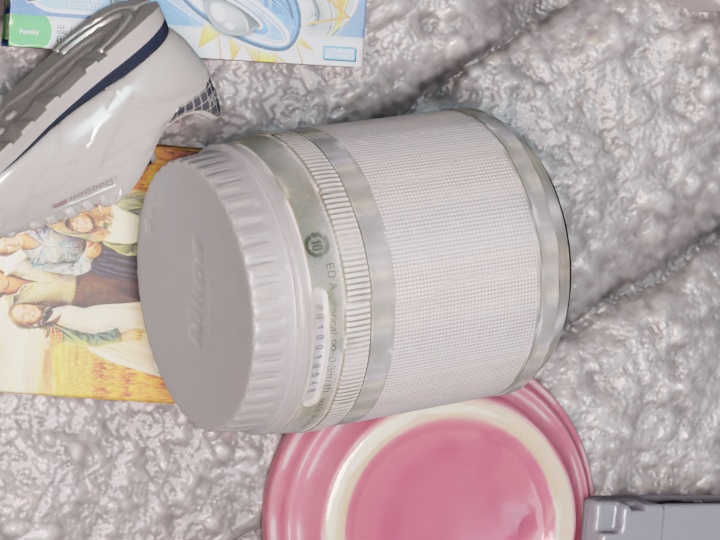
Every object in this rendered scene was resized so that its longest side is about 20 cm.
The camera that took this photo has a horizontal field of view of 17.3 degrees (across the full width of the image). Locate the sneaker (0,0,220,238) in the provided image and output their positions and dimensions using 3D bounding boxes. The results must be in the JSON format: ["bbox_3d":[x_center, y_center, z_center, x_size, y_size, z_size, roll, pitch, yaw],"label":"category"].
[{"bbox_3d":[-0.164,-0.055,1.254,0.200,0.076,0.081,-38,121,-6],"label":"sneaker"}]

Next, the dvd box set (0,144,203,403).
[{"bbox_3d":[-0.176,-0.004,1.305,0.200,0.029,0.146,5,94,-16],"label":"dvd box set"}]

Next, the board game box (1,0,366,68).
[{"bbox_3d":[-0.094,-0.184,1.308,0.200,0.034,0.136,1,95,-16],"label":"board game box"}]

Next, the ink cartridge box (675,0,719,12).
[{"bbox_3d":[0.186,-0.227,1.362,0.200,0.067,0.116,34,86,-15],"label":"ink cartridge box"}]

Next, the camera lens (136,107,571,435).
[{"bbox_3d":[0.000,0.000,1.269,0.200,0.160,0.160,-9,98,-28],"label":"camera lens"}]

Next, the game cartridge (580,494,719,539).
[{"bbox_3d":[0.214,0.200,1.411,0.200,0.042,0.133,3,99,-27],"label":"game cartridge"}]

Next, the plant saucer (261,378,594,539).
[{"bbox_3d":[0.045,0.144,1.369,0.200,0.051,0.201,-1,95,-15],"label":"plant saucer"}]
